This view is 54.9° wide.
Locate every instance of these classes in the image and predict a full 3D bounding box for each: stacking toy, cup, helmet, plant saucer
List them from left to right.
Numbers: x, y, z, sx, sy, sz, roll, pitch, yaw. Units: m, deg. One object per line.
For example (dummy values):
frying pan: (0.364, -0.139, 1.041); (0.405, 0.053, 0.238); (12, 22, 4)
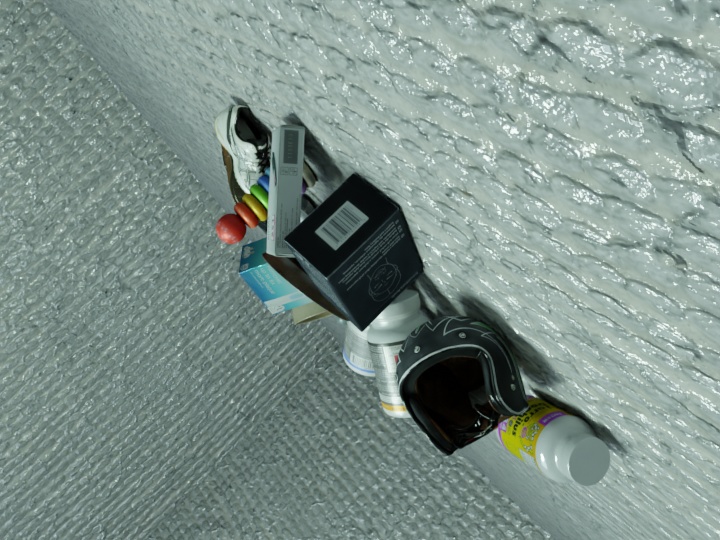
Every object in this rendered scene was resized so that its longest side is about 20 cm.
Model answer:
stacking toy: (-0.176, -0.123, 1.250); (0.085, 0.200, 0.085); (44, 171, 9)
plant saucer: (-0.089, 0.020, 1.257); (0.200, 0.032, 0.200); (39, -176, -3)
cup: (-0.080, 0.027, 1.606); (0.200, 0.199, 0.144); (123, 128, -81)
helmet: (0.150, 0.164, 1.073); (0.191, 0.199, 0.200); (59, 174, 14)

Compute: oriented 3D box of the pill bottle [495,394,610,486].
pill bottle: (0.305, 0.271, 1.104); (0.104, 0.104, 0.200); (48, 170, -15)

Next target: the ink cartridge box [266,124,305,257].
ink cartridge box: (-0.129, -0.126, 1.132); (0.043, 0.201, 0.174); (2, -177, -16)

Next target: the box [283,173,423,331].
box: (-0.004, -0.023, 1.075); (0.107, 0.148, 0.200); (41, 169, 30)

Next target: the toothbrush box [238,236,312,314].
toothbrush box: (-0.127, -0.008, 1.431); (0.086, 0.199, 0.147); (-93, -21, -44)

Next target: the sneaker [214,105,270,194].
sneaker: (-0.197, -0.211, 1.286); (0.087, 0.076, 0.200); (-10, 116, 53)

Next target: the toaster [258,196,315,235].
toaster: (-0.147, -0.095, 1.526); (0.129, 0.114, 0.200); (48, 169, -30)

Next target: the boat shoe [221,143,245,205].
boat shoe: (-0.238, -0.216, 1.389); (0.068, 0.072, 0.201); (-140, 43, -65)

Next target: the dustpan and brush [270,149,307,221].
dustpan and brush: (-0.150, -0.163, 1.398); (0.200, 0.057, 0.140); (43, 171, 17)

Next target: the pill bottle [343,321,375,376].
pill bottle: (0.030, 0.096, 1.332); (0.114, 0.113, 0.201); (39, 137, 34)

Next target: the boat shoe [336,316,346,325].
boat shoe: (0.011, 0.076, 1.470); (0.073, 0.062, 0.200); (37, -160, 21)

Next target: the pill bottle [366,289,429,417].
pill bottle: (0.075, 0.143, 1.204); (0.116, 0.116, 0.201); (-161, 57, -71)
